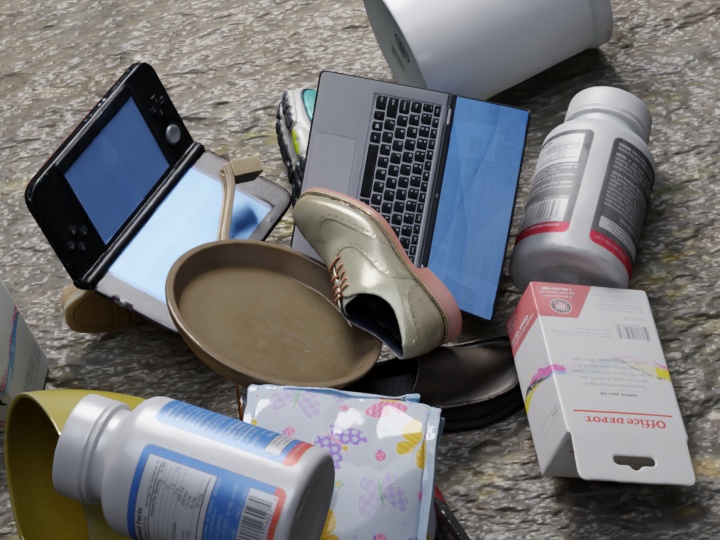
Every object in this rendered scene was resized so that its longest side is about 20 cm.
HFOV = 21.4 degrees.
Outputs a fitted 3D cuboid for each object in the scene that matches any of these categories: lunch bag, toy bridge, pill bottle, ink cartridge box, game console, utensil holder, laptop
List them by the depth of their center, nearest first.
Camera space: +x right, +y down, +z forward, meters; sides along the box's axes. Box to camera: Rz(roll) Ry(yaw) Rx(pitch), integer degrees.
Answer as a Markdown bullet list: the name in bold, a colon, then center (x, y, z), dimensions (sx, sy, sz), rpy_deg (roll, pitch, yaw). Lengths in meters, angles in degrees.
- **pill bottle**: center (-0.129, 0.161, 1.451), dimensions (0.198, 0.113, 0.113), rpy_deg (17, 59, 15)
- **lunch bag**: center (-0.020, 0.198, 1.549), dimensions (0.168, 0.127, 0.202), rpy_deg (4, 81, 2)
- **ink cartridge box**: center (0.204, 0.111, 1.622), dimensions (0.115, 0.068, 0.201), rpy_deg (5, 50, -18)
- **laptop**: center (0.040, -0.070, 1.711), dimensions (0.198, 0.116, 0.189), rpy_deg (11, 96, 3)
- **ink cartridge box**: center (-0.384, 0.065, 1.722), dimensions (0.144, 0.201, 0.083), rpy_deg (0, 57, 12)
- **pill bottle**: center (0.210, -0.068, 1.748), dimensions (0.110, 0.111, 0.201), rpy_deg (8, 57, 17)
- **toy bridge**: center (-0.094, -0.004, 1.753), dimensions (0.067, 0.027, 0.202), rpy_deg (-13, 78, -31)
- **game console**: center (-0.183, -0.070, 1.753), dimensions (0.118, 0.173, 0.201), rpy_deg (4, 45, 37)
- **utensil holder**: center (0.122, -0.258, 1.870), dimensions (0.199, 0.171, 0.171), rpy_deg (-27, 54, -7)

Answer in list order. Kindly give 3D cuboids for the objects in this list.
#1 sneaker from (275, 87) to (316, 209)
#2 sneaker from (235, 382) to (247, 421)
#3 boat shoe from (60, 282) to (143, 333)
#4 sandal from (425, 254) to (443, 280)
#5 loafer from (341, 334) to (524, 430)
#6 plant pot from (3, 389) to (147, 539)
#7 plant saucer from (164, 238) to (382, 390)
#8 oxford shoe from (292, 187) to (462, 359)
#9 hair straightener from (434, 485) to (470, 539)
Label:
- **sneaker**: center (-0.027, -0.097, 1.844), dimensions (0.079, 0.078, 0.202), rpy_deg (-3, 59, -16)
- **sneaker**: center (-0.058, 0.147, 1.682), dimensions (0.091, 0.076, 0.202), rpy_deg (-10, 60, -5)
- **boat shoe**: center (-0.204, -0.009, 1.822), dimensions (0.199, 0.074, 0.069), rpy_deg (-28, 51, -20)
- **sandal**: center (0.097, -0.073, 1.787), dimensions (0.079, 0.087, 0.202), rpy_deg (0, 63, 12)
- **loafer**: center (0.064, 0.101, 1.681), dimensions (0.198, 0.072, 0.073), rpy_deg (-18, 53, -1)
- **plant pot**: center (-0.202, 0.188, 1.621), dimensions (0.141, 0.201, 0.201), rpy_deg (-12, 49, -28)
- **plant saucer**: center (-0.078, 0.044, 1.660), dimensions (0.198, 0.030, 0.201), rpy_deg (15, 33, -10)
- **oxford shoe**: center (0.000, 0.000, 1.677), dimensions (0.074, 0.071, 0.200), rpy_deg (-28, 56, -36)
- **hair straightener**: center (0.052, 0.229, 1.622), dimensions (0.077, 0.041, 0.200), rpy_deg (-42, 61, 7)
